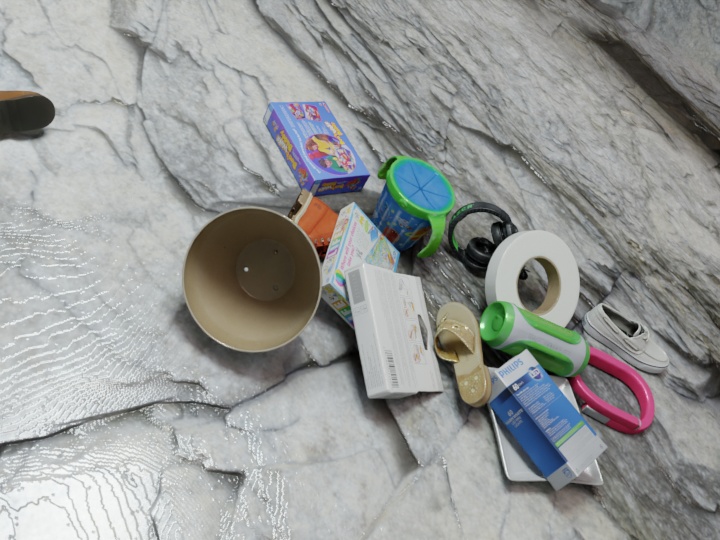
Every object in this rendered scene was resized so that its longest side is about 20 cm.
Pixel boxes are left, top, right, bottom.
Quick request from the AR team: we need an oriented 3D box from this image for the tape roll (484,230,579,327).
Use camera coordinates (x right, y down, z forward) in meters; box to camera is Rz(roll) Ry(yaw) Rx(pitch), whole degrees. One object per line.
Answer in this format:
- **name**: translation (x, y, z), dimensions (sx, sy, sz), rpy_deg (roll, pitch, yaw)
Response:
- **tape roll**: translation (0.318, 0.029, 1.367), dimensions (0.199, 0.037, 0.207), rpy_deg (-1, 92, -27)

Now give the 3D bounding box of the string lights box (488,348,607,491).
- **string lights box**: translation (0.291, 0.236, 1.194), dimensions (0.102, 0.059, 0.201), rpy_deg (-21, 66, -41)

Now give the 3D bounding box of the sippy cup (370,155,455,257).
- **sippy cup**: translation (0.085, -0.112, 1.358), dimensions (0.138, 0.131, 0.180), rpy_deg (25, 44, -11)

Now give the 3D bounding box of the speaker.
- **speaker**: translation (0.305, 0.121, 1.294), dimensions (0.197, 0.088, 0.090), rpy_deg (23, 43, -25)

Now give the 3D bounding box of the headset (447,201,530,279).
- **headset**: translation (0.256, -0.054, 1.430), dimensions (0.200, 0.123, 0.095), rpy_deg (42, 32, -18)

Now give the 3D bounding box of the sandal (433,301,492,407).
- **sandal**: translation (0.154, 0.119, 1.214), dimensions (0.069, 0.077, 0.214), rpy_deg (32, 30, -38)

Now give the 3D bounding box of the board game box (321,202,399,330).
- **board game box**: translation (0.000, 0.000, 1.240), dimensions (0.135, 0.034, 0.202), rpy_deg (47, 37, -27)

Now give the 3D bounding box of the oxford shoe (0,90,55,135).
- **oxford shoe**: translation (-0.574, -0.239, 1.123), dimensions (0.197, 0.073, 0.071), rpy_deg (-13, 32, -38)

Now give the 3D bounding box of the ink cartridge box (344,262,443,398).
- **ink cartridge box**: translation (0.055, 0.100, 1.180), dimensions (0.175, 0.044, 0.204), rpy_deg (15, 60, -55)

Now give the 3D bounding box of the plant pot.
- **plant pot**: translation (-0.148, 0.006, 1.093), dimensions (0.198, 0.202, 0.135), rpy_deg (33, 7, -2)

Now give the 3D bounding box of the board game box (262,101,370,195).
- **board game box**: translation (-0.085, -0.238, 1.423), dimensions (0.133, 0.045, 0.202), rpy_deg (-10, 59, -37)

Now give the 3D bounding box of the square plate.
- **square plate**: translation (0.294, 0.262, 1.238), dimensions (0.195, 0.029, 0.203), rpy_deg (11, 49, -25)

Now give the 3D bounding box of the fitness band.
- **fitness band**: translation (0.461, 0.218, 1.373), dimensions (0.197, 0.038, 0.145), rpy_deg (27, 44, -10)

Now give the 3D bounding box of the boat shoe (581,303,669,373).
- **boat shoe**: translation (0.539, 0.130, 1.474), dimensions (0.198, 0.066, 0.072), rpy_deg (34, 43, -1)

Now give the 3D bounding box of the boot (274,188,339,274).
- **boot**: translation (-0.083, -0.048, 1.245), dimensions (0.106, 0.075, 0.202), rpy_deg (31, 42, -11)
